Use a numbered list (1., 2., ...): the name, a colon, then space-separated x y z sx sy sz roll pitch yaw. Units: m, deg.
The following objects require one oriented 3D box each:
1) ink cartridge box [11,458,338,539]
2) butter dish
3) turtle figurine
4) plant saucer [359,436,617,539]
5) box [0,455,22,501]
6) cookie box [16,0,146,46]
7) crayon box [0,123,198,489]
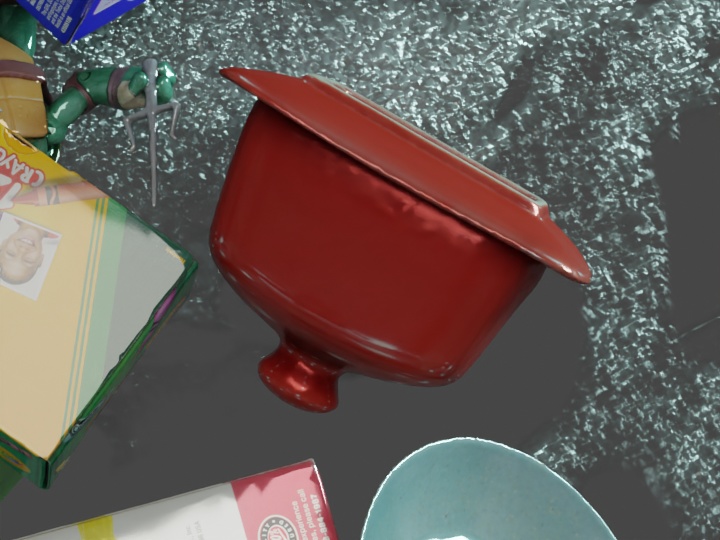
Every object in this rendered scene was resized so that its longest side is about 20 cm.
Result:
1. ink cartridge box: -0.100 0.190 1.206 0.198 0.083 0.146 -13 75 -11
2. butter dish: 0.000 0.000 1.246 0.199 0.200 0.149 31 95 4
3. turtle figurine: -0.182 -0.096 1.279 0.149 0.101 0.201 0 54 -35
4. plant saucer: 0.064 0.180 1.218 0.200 0.039 0.202 24 51 -33
5. box: -0.238 0.047 1.232 0.176 0.097 0.200 40 72 5
6. cookie box: -0.160 -0.229 1.299 0.200 0.075 0.171 43 39 7
7. crayon box: -0.189 -0.007 1.173 0.199 0.058 0.119 34 71 4
